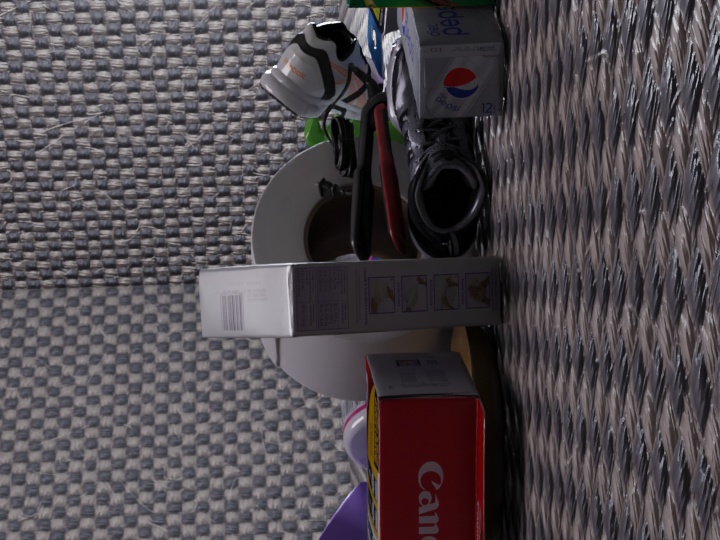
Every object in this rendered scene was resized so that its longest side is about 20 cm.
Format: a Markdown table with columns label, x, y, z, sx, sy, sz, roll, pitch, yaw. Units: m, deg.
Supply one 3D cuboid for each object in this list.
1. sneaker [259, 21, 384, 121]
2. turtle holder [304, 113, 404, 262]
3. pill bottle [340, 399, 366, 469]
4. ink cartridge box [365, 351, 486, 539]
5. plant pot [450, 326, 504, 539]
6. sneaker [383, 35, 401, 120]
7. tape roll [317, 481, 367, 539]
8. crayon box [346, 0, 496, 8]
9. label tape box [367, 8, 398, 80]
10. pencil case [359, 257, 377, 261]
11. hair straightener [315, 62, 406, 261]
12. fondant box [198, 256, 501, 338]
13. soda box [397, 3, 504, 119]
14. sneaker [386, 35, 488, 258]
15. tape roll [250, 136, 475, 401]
| label | x | y | z | sx | sy | sz | roll | pitch | yaw |
| --- | --- | --- | --- | --- | --- | --- | --- | --- | --- |
| sneaker | -0.017 | -0.187 | 1.719 | 0.080 | 0.074 | 0.200 | -55 | -12 | 18 |
| turtle holder | 0.009 | -0.070 | 1.856 | 0.141 | 0.131 | 0.187 | -29 | 50 | 52 |
| pill bottle | 0.033 | 0.097 | 1.898 | 0.114 | 0.112 | 0.201 | 92 | 175 | -49 |
| ink cartridge box | 0.049 | 0.182 | 1.459 | 0.176 | 0.083 | 0.202 | -110 | 19 | -78 |
| plant pot | 0.097 | 0.137 | 1.547 | 0.200 | 0.027 | 0.202 | 177 | 90 | -87 |
| sneaker | 0.056 | -0.181 | 1.715 | 0.200 | 0.080 | 0.089 | -107 | 23 | -81 |
| tape roll | -0.019 | 0.310 | 1.818 | 0.201 | 0.065 | 0.200 | -58 | -11 | -18 |
| crayon box | 0.042 | -0.284 | 1.493 | 0.201 | 0.117 | 0.059 | -96 | 6 | -52 |
| label tape box | 0.049 | -0.286 | 1.686 | 0.143 | 0.065 | 0.202 | -103 | 17 | -71 |
| pencil case | 0.035 | -0.056 | 2.030 | 0.201 | 0.087 | 0.089 | -93 | 3 | -53 |
| hair straightener | -0.008 | -0.094 | 1.611 | 0.041 | 0.076 | 0.202 | 52 | -154 | -57 |
| fondant box | -0.008 | 0.021 | 1.469 | 0.144 | 0.198 | 0.059 | -3 | 91 | 57 |
| soda box | 0.070 | -0.191 | 1.482 | 0.201 | 0.067 | 0.064 | -97 | 5 | -60 |
| sneaker | 0.068 | -0.107 | 1.553 | 0.114 | 0.075 | 0.202 | -152 | 55 | -86 |
| tape roll | 0.000 | 0.000 | 1.679 | 0.139 | 0.200 | 0.205 | 94 | 173 | -65 |
